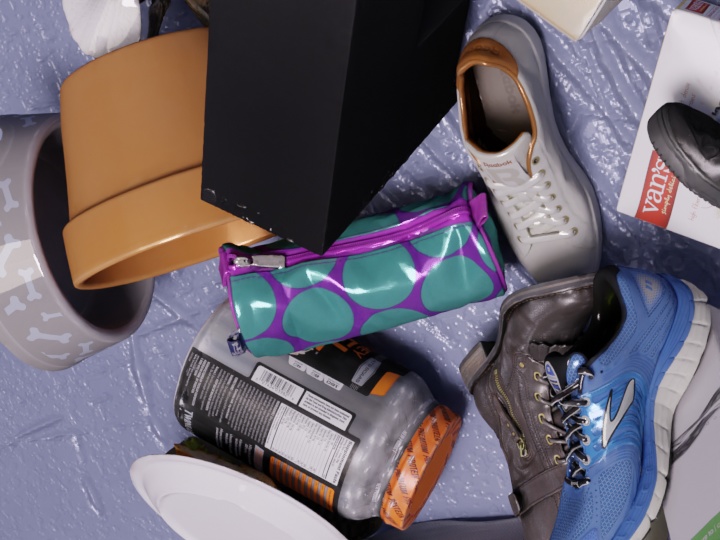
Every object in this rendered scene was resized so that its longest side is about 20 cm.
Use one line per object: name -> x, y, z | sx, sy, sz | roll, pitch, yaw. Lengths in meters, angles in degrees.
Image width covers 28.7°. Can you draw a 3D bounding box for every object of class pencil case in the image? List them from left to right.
pencil case -> 0.000, 0.000, 0.988 | 0.198, 0.086, 0.093 | -15, 146, 7

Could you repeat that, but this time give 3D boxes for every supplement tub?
supplement tub -> -0.031, 0.108, 1.071 | 0.199, 0.123, 0.123 | 27, 123, 14

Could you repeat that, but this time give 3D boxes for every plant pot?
plant pot -> -0.128, -0.083, 1.000 | 0.199, 0.200, 0.141 | -20, 87, 33

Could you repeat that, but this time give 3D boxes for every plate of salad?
plate of salad -> -0.085, 0.189, 1.090 | 0.198, 0.048, 0.201 | 18, 150, 11

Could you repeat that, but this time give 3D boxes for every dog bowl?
dog bowl -> -0.223, -0.028, 1.067 | 0.058, 0.200, 0.202 | -12, 108, 20

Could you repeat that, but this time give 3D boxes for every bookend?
bookend -> -0.005, -0.152, 0.861 | 0.092, 0.199, 0.201 | 25, 136, 16

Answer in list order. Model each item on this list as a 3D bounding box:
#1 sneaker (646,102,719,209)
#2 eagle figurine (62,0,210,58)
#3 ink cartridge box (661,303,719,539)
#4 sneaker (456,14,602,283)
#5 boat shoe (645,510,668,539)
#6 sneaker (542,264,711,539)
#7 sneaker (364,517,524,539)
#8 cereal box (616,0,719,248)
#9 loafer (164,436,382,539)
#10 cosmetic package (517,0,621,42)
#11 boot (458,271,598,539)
sneaker -> 0.273, -0.055, 0.824 | 0.200, 0.060, 0.104 | 41, 127, -1
eagle figurine -> -0.145, -0.252, 0.945 | 0.150, 0.200, 0.152 | -11, 67, -1
ink cartridge box -> 0.260, 0.132, 0.859 | 0.145, 0.201, 0.085 | 23, 125, -19
sneaker -> 0.104, -0.062, 0.941 | 0.072, 0.085, 0.201 | -11, 112, 30
boat shoe -> 0.182, 0.158, 1.013 | 0.066, 0.074, 0.201 | 6, 115, 28
sneaker -> 0.143, 0.090, 0.864 | 0.089, 0.202, 0.078 | 22, 165, -17
sneaker -> 0.089, 0.260, 1.111 | 0.199, 0.074, 0.117 | -8, 106, 29
cereal box -> 0.272, -0.071, 0.875 | 0.199, 0.040, 0.145 | 21, 121, 18
loafer -> -0.076, 0.173, 1.162 | 0.198, 0.068, 0.076 | 11, 131, 5
cosmetic package -> 0.085, -0.235, 0.858 | 0.199, 0.105, 0.071 | 36, 125, 6
boot -> 0.141, 0.110, 0.954 | 0.200, 0.069, 0.175 | 119, 137, -57
